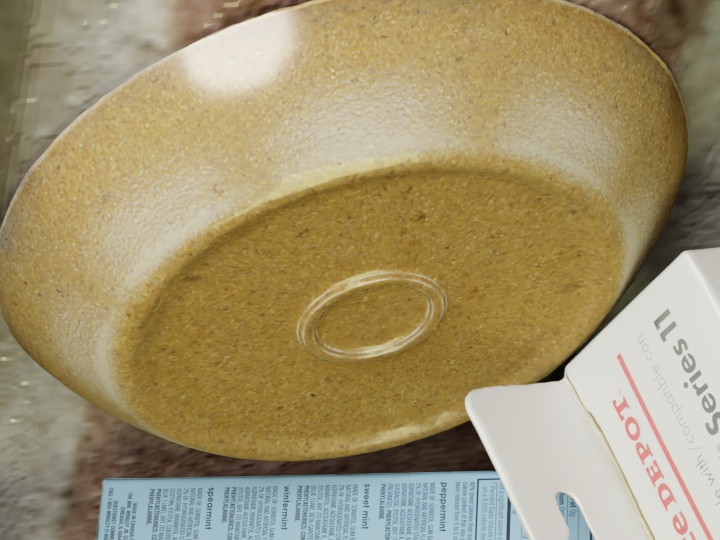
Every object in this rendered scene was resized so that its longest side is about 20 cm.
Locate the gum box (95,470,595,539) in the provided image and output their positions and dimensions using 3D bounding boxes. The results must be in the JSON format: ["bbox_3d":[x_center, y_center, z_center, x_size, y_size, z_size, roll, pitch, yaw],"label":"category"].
[{"bbox_3d":[0.030,0.121,0.959,0.199,0.045,0.170,-2,148,10],"label":"gum box"}]

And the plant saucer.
[{"bbox_3d":[0.000,0.000,0.823,0.199,0.036,0.201,-12,147,-8],"label":"plant saucer"}]

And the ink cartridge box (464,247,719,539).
[{"bbox_3d":[0.139,0.055,0.852,0.199,0.118,0.067,-6,150,-40],"label":"ink cartridge box"}]
